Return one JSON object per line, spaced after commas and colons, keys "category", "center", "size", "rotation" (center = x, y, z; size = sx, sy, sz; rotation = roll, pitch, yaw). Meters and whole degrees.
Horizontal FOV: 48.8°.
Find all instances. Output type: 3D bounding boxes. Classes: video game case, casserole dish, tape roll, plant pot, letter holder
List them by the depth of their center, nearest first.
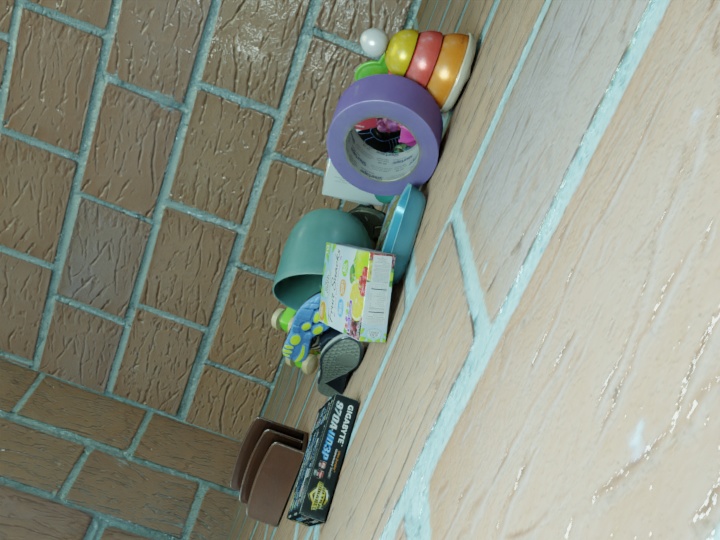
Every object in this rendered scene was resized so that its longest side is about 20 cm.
{"category": "casserole dish", "center": [0.068, -0.053, 1.363], "size": [0.121, 0.038, 0.202], "rotation": [129, 161, -73]}
{"category": "tape roll", "center": [0.044, -0.236, 1.397], "size": [0.086, 0.198, 0.201], "rotation": [-75, 8, -45]}
{"category": "plant pot", "center": [-0.063, -0.022, 1.550], "size": [0.201, 0.198, 0.163], "rotation": [122, 157, -62]}
{"category": "video game case", "center": [0.066, -0.088, 1.570], "size": [0.200, 0.022, 0.184], "rotation": [125, 164, -69]}
{"category": "letter holder", "center": [-0.220, 0.458, 1.822], "size": [0.101, 0.141, 0.202], "rotation": [-92, 23, -75]}

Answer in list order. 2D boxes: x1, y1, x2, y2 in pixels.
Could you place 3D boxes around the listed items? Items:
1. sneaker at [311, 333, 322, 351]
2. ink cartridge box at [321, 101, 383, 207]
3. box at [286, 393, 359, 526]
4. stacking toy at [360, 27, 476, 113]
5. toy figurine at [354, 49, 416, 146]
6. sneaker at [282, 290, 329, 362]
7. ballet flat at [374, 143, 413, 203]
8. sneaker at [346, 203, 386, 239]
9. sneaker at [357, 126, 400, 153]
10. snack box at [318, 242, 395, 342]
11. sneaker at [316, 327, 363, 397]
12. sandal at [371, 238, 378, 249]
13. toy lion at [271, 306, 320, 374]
{"category": "sneaker", "center": [-0.079, 0.140, 1.702], "size": [0.200, 0.114, 0.077], "rotation": [169, 121, -83]}
{"category": "ink cartridge box", "center": [-0.002, -0.261, 1.773], "size": [0.145, 0.143, 0.203], "rotation": [-98, 18, -76]}
{"category": "box", "center": [-0.065, 0.319, 1.328], "size": [0.159, 0.045, 0.202], "rotation": [123, 165, -66]}
{"category": "stacking toy", "center": [0.094, -0.378, 1.399], "size": [0.146, 0.198, 0.148], "rotation": [-159, 90, -84]}
{"category": "toy figurine", "center": [0.081, -0.327, 1.553], "size": [0.151, 0.197, 0.186], "rotation": [67, -159, -54]}
{"category": "sneaker", "center": [-0.099, 0.097, 1.536], "size": [0.200, 0.070, 0.083], "rotation": [122, 166, -44]}
{"category": "ballet flat", "center": [0.084, -0.205, 1.644], "size": [0.200, 0.073, 0.075], "rotation": [128, 161, -64]}
{"category": "sneaker", "center": [0.022, -0.119, 1.789], "size": [0.114, 0.077, 0.199], "rotation": [-33, 12, -29]}
{"category": "sneaker", "center": [0.059, -0.278, 1.617], "size": [0.199, 0.070, 0.078], "rotation": [-14, -30, -47]}
{"category": "snack box", "center": [-0.011, 0.033, 1.334], "size": [0.200, 0.052, 0.144], "rotation": [-163, 80, -67]}
{"category": "sneaker", "center": [-0.035, 0.131, 1.511], "size": [0.203, 0.076, 0.148], "rotation": [116, 169, -52]}
{"category": "sandal", "center": [0.000, 0.000, 1.721], "size": [0.082, 0.054, 0.202], "rotation": [117, 170, -51]}
{"category": "toy lion", "center": [-0.100, 0.119, 1.787], "size": [0.192, 0.068, 0.201], "rotation": [-50, -37, -32]}
